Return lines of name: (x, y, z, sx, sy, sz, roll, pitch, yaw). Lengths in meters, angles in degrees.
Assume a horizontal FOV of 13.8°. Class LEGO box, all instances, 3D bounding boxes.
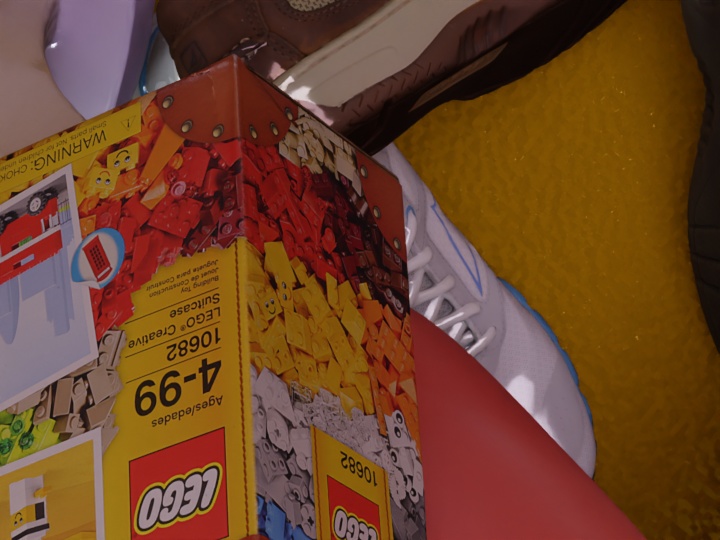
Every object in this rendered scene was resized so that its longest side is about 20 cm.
LEGO box: (-0.085, 0.058, 0.721, 0.199, 0.077, 0.149, -22, 55, 28)

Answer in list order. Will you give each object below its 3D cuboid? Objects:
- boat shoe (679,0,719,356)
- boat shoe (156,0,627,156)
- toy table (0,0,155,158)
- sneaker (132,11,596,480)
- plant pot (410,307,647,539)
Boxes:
boat shoe: (0.140, -0.048, 0.897, 0.066, 0.072, 0.202, -28, 119, -36)
boat shoe: (0.021, -0.092, 0.863, 0.075, 0.075, 0.202, 52, 43, 8)
toy table: (-0.135, -0.066, 0.821, 0.183, 0.117, 0.201, 10, 120, 16)
sneaker: (0.000, 0.000, 0.894, 0.075, 0.087, 0.200, -42, 94, -5)
plant pot: (0.008, 0.119, 0.790, 0.200, 0.177, 0.201, -11, 113, -28)
